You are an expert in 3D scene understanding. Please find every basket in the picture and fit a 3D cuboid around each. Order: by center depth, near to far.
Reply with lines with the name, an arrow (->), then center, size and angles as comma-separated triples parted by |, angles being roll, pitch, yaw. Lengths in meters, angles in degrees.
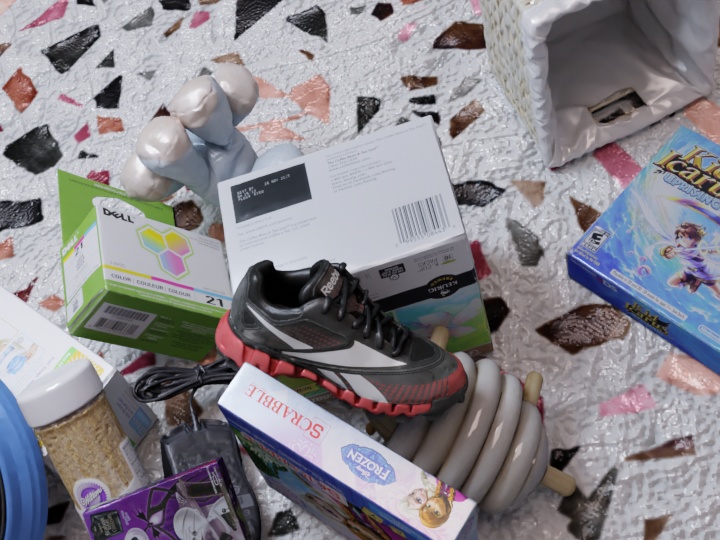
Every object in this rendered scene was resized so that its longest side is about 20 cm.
basket -> 0.226, -0.250, 1.029 | 0.196, 0.201, 0.162 | -25, 53, -3

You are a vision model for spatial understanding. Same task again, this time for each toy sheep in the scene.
toy sheep -> 0.090, 0.132, 0.867 | 0.197, 0.138, 0.139 | 22, 64, 2

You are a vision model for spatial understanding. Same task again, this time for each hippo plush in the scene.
hippo plush -> -0.134, -0.082, 1.047 | 0.161, 0.200, 0.159 | 43, 53, 5

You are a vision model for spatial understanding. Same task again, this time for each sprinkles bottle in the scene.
sprinkles bottle -> -0.213, 0.177, 0.882 | 0.067, 0.203, 0.068 | -24, 12, 5

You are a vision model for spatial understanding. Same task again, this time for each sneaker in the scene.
sneaker -> -0.010, 0.047, 0.783 | 0.197, 0.099, 0.071 | 17, 34, 3

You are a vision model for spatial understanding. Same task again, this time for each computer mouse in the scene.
computer mouse -> -0.116, 0.169, 0.952 | 0.138, 0.046, 0.202 | -14, 61, -22

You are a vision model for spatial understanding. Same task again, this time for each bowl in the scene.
bowl -> -0.357, 0.180, 0.930 | 0.198, 0.039, 0.205 | 7, 103, 34

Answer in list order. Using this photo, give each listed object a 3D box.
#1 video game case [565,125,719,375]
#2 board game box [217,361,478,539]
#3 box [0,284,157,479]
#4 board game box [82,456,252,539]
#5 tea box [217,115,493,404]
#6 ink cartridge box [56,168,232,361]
video game case -> 0.319, -0.018, 0.949 | 0.199, 0.046, 0.181 | 36, 72, 31
board game box -> -0.002, 0.171, 0.807 | 0.198, 0.200, 0.041 | 28, 69, 21
box -> -0.307, 0.109, 0.995 | 0.198, 0.113, 0.102 | 29, 69, 28
board game box -> -0.132, 0.265, 0.836 | 0.118, 0.032, 0.203 | -21, 90, 5
tea box -> 0.000, 0.000, 0.930 | 0.197, 0.198, 0.135 | -17, 56, 5
ink cartridge box -> -0.213, -0.025, 1.027 | 0.076, 0.146, 0.202 | -42, 49, 33
